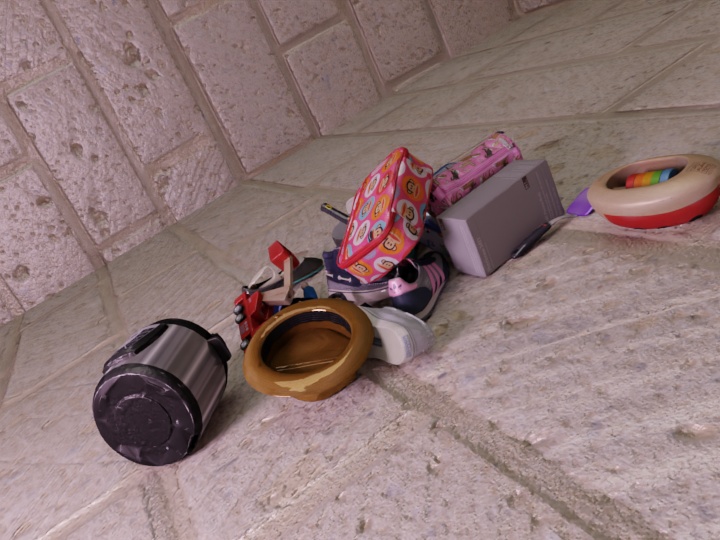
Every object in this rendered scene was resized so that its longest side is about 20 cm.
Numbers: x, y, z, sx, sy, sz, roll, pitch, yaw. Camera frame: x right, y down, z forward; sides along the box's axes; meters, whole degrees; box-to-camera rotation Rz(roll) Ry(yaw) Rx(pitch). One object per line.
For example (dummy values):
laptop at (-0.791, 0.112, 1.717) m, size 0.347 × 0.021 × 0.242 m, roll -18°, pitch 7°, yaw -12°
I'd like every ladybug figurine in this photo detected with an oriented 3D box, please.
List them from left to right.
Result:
ladybug figurine at (0.416, -0.106, 0.950) m, size 0.135 × 0.073 × 0.198 m, roll -39°, pitch 22°, yaw -27°

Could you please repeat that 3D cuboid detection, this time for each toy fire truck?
toy fire truck at (-0.161, 0.055, 1.214) m, size 0.140 × 0.049 × 0.202 m, roll -40°, pitch 40°, yaw 13°

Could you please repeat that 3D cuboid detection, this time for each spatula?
spatula at (0.315, -0.077, 1.090) m, size 0.198 × 0.021 × 0.056 m, roll -34°, pitch 22°, yaw -14°

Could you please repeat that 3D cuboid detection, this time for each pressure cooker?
pressure cooker at (-0.301, 0.177, 1.055) m, size 0.171 × 0.183 × 0.201 m, roll 15°, pitch 26°, yaw 2°

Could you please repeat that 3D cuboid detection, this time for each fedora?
fedora at (-0.069, 0.127, 0.970) m, size 0.195 × 0.083 × 0.203 m, roll -13°, pitch 39°, yaw 10°

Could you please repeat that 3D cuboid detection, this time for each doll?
doll at (-0.125, 0.078, 1.241) m, size 0.196 × 0.049 × 0.138 m, roll -9°, pitch 42°, yaw 39°

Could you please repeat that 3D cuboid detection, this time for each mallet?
mallet at (-0.003, -0.070, 1.217) m, size 0.197 × 0.042 × 0.066 m, roll 24°, pitch 49°, yaw 26°

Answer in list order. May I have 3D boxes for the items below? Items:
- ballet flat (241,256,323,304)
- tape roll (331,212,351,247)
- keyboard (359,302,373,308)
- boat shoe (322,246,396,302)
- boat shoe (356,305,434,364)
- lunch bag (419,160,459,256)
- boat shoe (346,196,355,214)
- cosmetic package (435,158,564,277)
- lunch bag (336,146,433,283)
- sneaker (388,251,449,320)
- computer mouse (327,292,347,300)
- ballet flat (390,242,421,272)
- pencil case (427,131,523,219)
ballet flat at (-0.169, 0.011, 1.450) m, size 0.198 × 0.070 × 0.068 m, roll -35°, pitch 20°, yaw -19°
tape roll at (0.038, -0.091, 1.434) m, size 0.196 × 0.067 × 0.201 m, roll -25°, pitch 20°, yaw 10°
keyboard at (-0.066, 0.106, 1.117) m, size 0.197 × 0.040 × 0.104 m, roll -33°, pitch 21°, yaw -15°
boat shoe at (0.000, 0.000, 1.192) m, size 0.074 × 0.095 × 0.197 m, roll -21°, pitch 11°, yaw -39°
boat shoe at (0.042, 0.090, 0.991) m, size 0.070 × 0.072 × 0.200 m, roll -13°, pitch 11°, yaw -24°
lunch bag at (0.179, -0.118, 1.242) m, size 0.158 × 0.077 × 0.199 m, roll 27°, pitch 54°, yaw 34°
boat shoe at (0.054, -0.157, 1.564) m, size 0.196 × 0.075 × 0.060 m, roll -6°, pitch 27°, yaw 40°
cosmetic package at (0.229, -0.089, 1.108) m, size 0.199 × 0.109 × 0.089 m, roll -38°, pitch 24°, yaw -24°
lunch bag at (0.034, -0.084, 1.109) m, size 0.175 × 0.081 × 0.204 m, roll -36°, pitch 31°, yaw 48°
sneaker at (0.094, 0.003, 1.092) m, size 0.069 × 0.083 × 0.201 m, roll -18°, pitch 21°, yaw 25°
computer mouse at (-0.068, 0.110, 1.083) m, size 0.057 × 0.035 × 0.201 m, roll 7°, pitch 43°, yaw 27°
ballet flat at (0.077, -0.051, 1.286) m, size 0.071 × 0.069 × 0.201 m, roll -33°, pitch 14°, yaw 47°
pencil case at (0.190, -0.162, 1.169) m, size 0.198 × 0.088 × 0.082 m, roll -35°, pitch 46°, yaw -22°
